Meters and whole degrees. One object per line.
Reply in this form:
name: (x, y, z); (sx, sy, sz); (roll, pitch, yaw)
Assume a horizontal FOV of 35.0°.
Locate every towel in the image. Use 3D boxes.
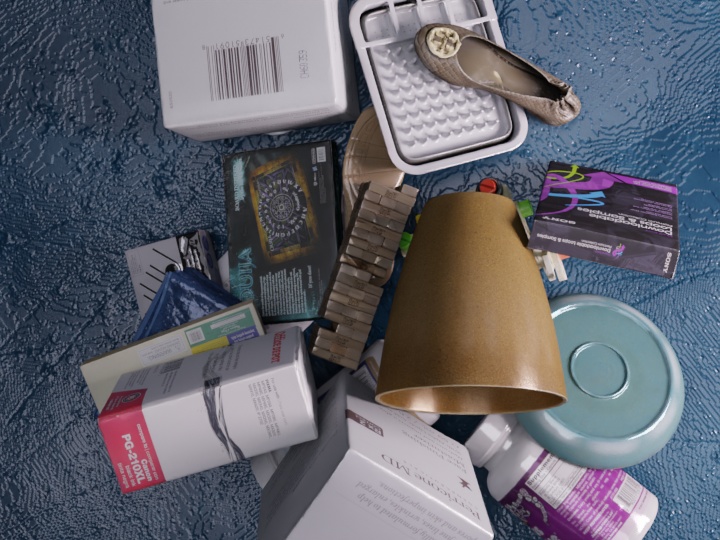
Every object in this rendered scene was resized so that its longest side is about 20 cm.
towel: (-0.206, 0.105, 1.263); (0.111, 0.049, 0.201); (31, 97, 8)

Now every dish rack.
dish rack: (0.081, -0.210, 1.252); (0.171, 0.044, 0.201); (-16, 87, -19)

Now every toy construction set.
toy construction set: (0.125, -0.022, 1.243); (0.199, 0.092, 0.132); (-14, 68, 3)

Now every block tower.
block tower: (0.000, 0.000, 1.217); (0.058, 0.054, 0.201); (21, 88, -10)

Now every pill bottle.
pill bottle: (-0.020, 0.178, 1.257); (0.200, 0.111, 0.111); (-39, 84, 7)
pill bottle: (0.207, 0.225, 1.218); (0.200, 0.112, 0.112); (39, 96, 9)

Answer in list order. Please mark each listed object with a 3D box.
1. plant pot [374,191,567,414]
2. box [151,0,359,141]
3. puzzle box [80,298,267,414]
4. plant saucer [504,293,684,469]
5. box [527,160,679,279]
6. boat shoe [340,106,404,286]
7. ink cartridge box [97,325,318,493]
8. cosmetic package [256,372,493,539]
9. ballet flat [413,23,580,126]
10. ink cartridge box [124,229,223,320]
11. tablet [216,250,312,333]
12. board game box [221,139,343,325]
plant pot: (0.109, 0.031, 1.128); (0.185, 0.186, 0.201); (-1, 76, 10)
box: (-0.115, -0.258, 1.266); (0.198, 0.131, 0.201); (-6, 88, 10)
puzzle box: (-0.183, 0.126, 1.226); (0.199, 0.025, 0.134); (-20, 100, 1)
plant saucer: (0.249, 0.109, 1.203); (0.199, 0.027, 0.201); (3, 62, -5)
box: (0.252, -0.057, 1.169); (0.142, 0.200, 0.036); (12, 116, 9)
boat shoe: (0.009, -0.081, 1.276); (0.071, 0.065, 0.201); (1, 90, -12)
ink cartridge box: (-0.145, 0.135, 1.142); (0.199, 0.145, 0.085); (-16, 102, 1)
cosmetic package: (0.007, 0.235, 1.113); (0.164, 0.200, 0.165); (32, 101, -11)
ballet flat: (0.151, -0.213, 1.227); (0.199, 0.046, 0.068); (26, 75, -12)
ink cartridge box: (-0.197, 0.062, 1.308); (0.093, 0.044, 0.201); (-15, 88, 11)
tablet: (-0.128, 0.041, 1.327); (0.200, 0.014, 0.130); (-45, 83, 7)
board game box: (-0.087, -0.041, 1.295); (0.134, 0.028, 0.201); (-5, 83, 15)
